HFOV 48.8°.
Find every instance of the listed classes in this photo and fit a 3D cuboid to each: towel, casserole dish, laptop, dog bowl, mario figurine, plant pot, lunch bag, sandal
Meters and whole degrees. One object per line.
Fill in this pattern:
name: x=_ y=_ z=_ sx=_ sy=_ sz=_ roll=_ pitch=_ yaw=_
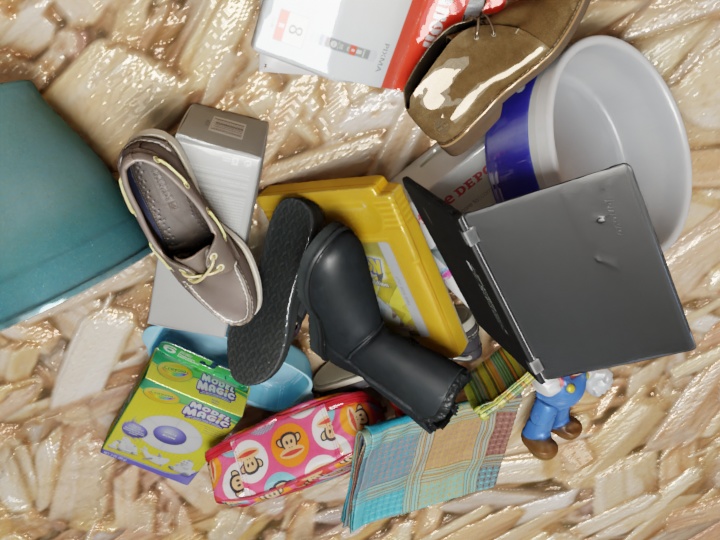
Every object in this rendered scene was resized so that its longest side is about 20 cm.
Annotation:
towel: x=0.186 y=0.068 z=0.812 sx=0.200 sy=0.086 sz=0.018 roll=-42 pitch=109 yaw=7
towel: x=0.079 y=0.204 z=0.854 sx=0.199 sy=0.022 sz=0.148 roll=-8 pitch=125 yaw=-26
casserole dish: x=-0.140 y=0.095 z=0.875 sx=0.199 sy=0.039 sz=0.121 roll=26 pitch=142 yaw=-14
laptop: x=0.155 y=-0.010 z=0.688 sx=0.116 sy=0.200 sz=0.188 roll=-33 pitch=118 yaw=-5
dog bowl: x=0.208 y=-0.102 z=0.716 sx=0.200 sy=0.201 sz=0.079 roll=43 pitch=151 yaw=-22
mario figurine: x=0.238 y=0.126 z=0.887 sx=0.105 sy=0.124 sz=0.201 roll=6 pitch=123 yaw=8
plant pot: x=-0.317 y=-0.063 z=0.726 sx=0.199 sy=0.200 sz=0.189 roll=-22 pitch=102 yaw=9
lunch bag: x=-0.060 y=0.209 z=0.908 sx=0.199 sy=0.082 sz=0.176 roll=-22 pitch=160 yaw=8
sandal: x=-0.075 y=0.027 z=0.781 sx=0.048 sy=0.075 sz=0.202 roll=2 pitch=116 yaw=-51

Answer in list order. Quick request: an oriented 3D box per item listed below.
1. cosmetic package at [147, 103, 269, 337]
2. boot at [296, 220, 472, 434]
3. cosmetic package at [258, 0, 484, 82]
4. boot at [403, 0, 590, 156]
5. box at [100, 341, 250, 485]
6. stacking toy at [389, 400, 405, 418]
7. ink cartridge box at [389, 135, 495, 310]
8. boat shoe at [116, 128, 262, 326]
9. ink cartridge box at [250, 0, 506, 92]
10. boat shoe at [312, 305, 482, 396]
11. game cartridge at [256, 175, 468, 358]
cosmetic package: x=-0.150 y=-0.047 z=0.781 sx=0.090 sy=0.107 sz=0.201 roll=14 pitch=115 yaw=-10
boot: x=0.028 y=0.059 z=0.744 sx=0.168 sy=0.076 sz=0.201 roll=30 pitch=148 yaw=22
cosmetic package: x=0.008 y=-0.219 z=0.726 sx=0.198 sy=0.051 sz=0.083 roll=3 pitch=119 yaw=-4
boot: x=0.117 y=-0.195 z=0.668 sx=0.075 sy=0.074 sz=0.200 roll=35 pitch=105 yaw=-24
box: x=-0.206 y=0.163 z=0.896 sx=0.117 sy=0.049 sz=0.200 roll=25 pitch=129 yaw=-15
stacking toy: x=0.071 y=0.179 z=0.896 sx=0.085 sy=0.086 sz=0.201 roll=-15 pitch=134 yaw=6
ink cartridge box: x=0.139 y=-0.043 z=0.805 sx=0.145 sy=0.088 sz=0.200 roll=-37 pitch=112 yaw=20
boat shoe: x=-0.149 y=-0.026 z=0.699 sx=0.071 sy=0.060 sz=0.201 roll=-21 pitch=117 yaw=8
ink cartridge box: x=0.025 y=-0.231 z=0.666 sx=0.199 sy=0.050 sz=0.163 roll=18 pitch=113 yaw=-8
boat shoe: x=0.044 y=0.108 z=0.892 sx=0.199 sy=0.073 sz=0.063 roll=-24 pitch=114 yaw=5
game cartridge: x=0.000 y=0.000 z=0.800 sx=0.175 sy=0.032 sz=0.201 roll=0 pitch=128 yaw=42
